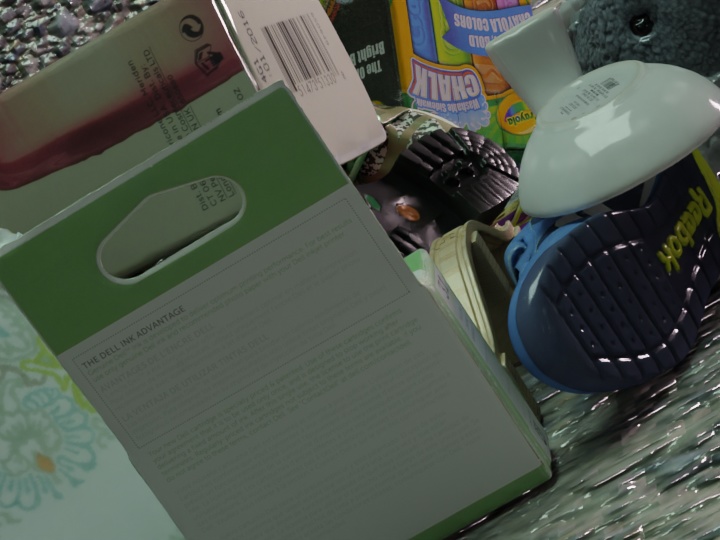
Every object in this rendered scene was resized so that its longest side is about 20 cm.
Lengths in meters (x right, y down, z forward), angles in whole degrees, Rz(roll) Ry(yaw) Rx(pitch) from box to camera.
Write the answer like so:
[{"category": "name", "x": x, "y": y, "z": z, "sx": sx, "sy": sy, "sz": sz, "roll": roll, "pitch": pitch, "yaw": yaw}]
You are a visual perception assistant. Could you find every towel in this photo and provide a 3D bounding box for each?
[{"category": "towel", "x": -0.150, "y": 0.098, "z": 1.060, "sx": 0.171, "sy": 0.200, "sz": 0.048, "roll": -39, "pitch": -12, "yaw": -19}]

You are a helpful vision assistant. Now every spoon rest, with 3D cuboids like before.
[{"category": "spoon rest", "x": 0.105, "y": -0.066, "z": 1.096, "sx": 0.099, "sy": 0.061, "sz": 0.200, "roll": -30, "pitch": 20, "yaw": 2}]

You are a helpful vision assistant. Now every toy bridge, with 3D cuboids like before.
[{"category": "toy bridge", "x": 0.058, "y": 0.012, "z": 1.138, "sx": 0.027, "sy": 0.067, "sz": 0.200, "roll": -29, "pitch": 14, "yaw": 14}]

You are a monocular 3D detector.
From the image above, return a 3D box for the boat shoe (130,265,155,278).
[{"category": "boat shoe", "x": -0.108, "y": -0.023, "z": 1.339, "sx": 0.200, "sy": 0.073, "sz": 0.065, "roll": -2, "pitch": -2, "yaw": 33}]

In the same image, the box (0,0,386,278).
[{"category": "box", "x": -0.109, "y": -0.060, "z": 1.219, "sx": 0.200, "sy": 0.109, "sz": 0.128, "roll": -26, "pitch": 3, "yaw": 22}]

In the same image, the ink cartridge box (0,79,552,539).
[{"category": "ink cartridge box", "x": -0.034, "y": 0.034, "z": 0.986, "sx": 0.145, "sy": 0.200, "sz": 0.048, "roll": -30, "pitch": 16, "yaw": 12}]

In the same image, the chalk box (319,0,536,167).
[{"category": "chalk box", "x": 0.024, "y": -0.107, "z": 1.441, "sx": 0.124, "sy": 0.200, "sz": 0.125, "roll": -1, "pitch": -10, "yaw": -43}]

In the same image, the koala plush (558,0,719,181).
[{"category": "koala plush", "x": 0.188, "y": -0.139, "z": 1.210, "sx": 0.200, "sy": 0.184, "sz": 0.177, "roll": -42, "pitch": 42, "yaw": 17}]

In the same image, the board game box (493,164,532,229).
[{"category": "board game box", "x": 0.144, "y": -0.069, "z": 1.312, "sx": 0.200, "sy": 0.032, "sz": 0.120, "roll": -38, "pitch": 10, "yaw": -16}]

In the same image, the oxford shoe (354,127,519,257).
[{"category": "oxford shoe", "x": 0.000, "y": 0.000, "z": 1.217, "sx": 0.200, "sy": 0.073, "sz": 0.084, "roll": -23, "pitch": -30, "yaw": -45}]

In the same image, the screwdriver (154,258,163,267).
[{"category": "screwdriver", "x": -0.125, "y": 0.078, "z": 1.195, "sx": 0.028, "sy": 0.029, "sz": 0.200, "roll": 50, "pitch": 122, "yaw": 42}]

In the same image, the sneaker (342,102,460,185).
[{"category": "sneaker", "x": -0.027, "y": -0.073, "z": 1.320, "sx": 0.077, "sy": 0.200, "sz": 0.089, "roll": -70, "pitch": -20, "yaw": -3}]

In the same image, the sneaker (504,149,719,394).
[{"category": "sneaker", "x": 0.101, "y": 0.007, "z": 1.058, "sx": 0.082, "sy": 0.074, "sz": 0.200, "roll": -24, "pitch": 8, "yaw": 30}]
